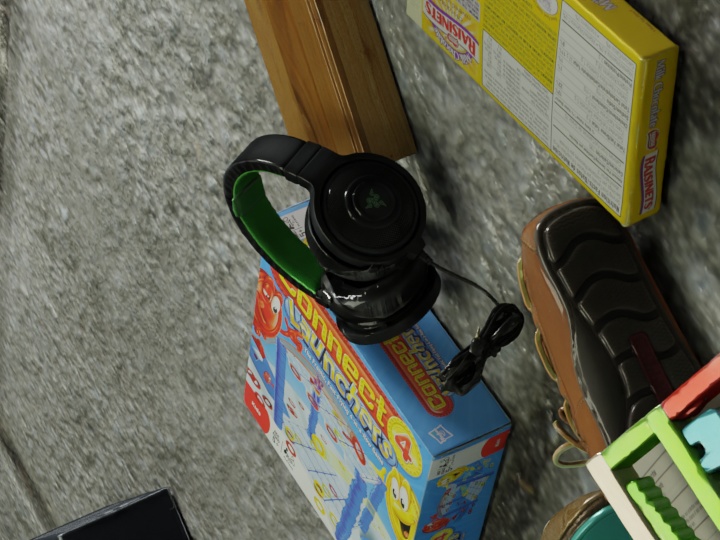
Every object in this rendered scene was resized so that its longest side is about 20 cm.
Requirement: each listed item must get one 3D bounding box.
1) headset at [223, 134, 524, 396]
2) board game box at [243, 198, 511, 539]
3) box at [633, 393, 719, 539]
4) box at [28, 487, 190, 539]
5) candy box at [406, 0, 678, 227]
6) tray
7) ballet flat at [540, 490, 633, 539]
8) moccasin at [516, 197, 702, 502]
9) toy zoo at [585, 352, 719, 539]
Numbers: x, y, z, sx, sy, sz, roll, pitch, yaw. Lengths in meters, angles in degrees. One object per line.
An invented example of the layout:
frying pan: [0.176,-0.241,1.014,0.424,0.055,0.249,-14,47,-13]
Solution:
headset: [0.000,0.000,1.342,0.200,0.094,0.124,25,150,27]
board game box: [0.004,0.087,1.486,0.200,0.056,0.196,54,154,30]
box: [0.206,0.144,1.059,0.200,0.078,0.095,62,161,15]
box: [-0.210,0.282,2.062,0.149,0.107,0.200,67,156,1]
candy box: [0.084,-0.118,1.170,0.200,0.026,0.102,49,153,39]
tray: [-0.033,-0.155,1.382,0.099,0.037,0.200,2,113,65]
ballet flat: [0.126,0.177,1.309,0.072,0.068,0.200,-110,9,-51]
moccasin: [0.129,0.065,1.176,0.201,0.074,0.078,61,165,8]
toy zoo: [0.198,0.076,0.978,0.200,0.020,0.131,-44,69,30]
